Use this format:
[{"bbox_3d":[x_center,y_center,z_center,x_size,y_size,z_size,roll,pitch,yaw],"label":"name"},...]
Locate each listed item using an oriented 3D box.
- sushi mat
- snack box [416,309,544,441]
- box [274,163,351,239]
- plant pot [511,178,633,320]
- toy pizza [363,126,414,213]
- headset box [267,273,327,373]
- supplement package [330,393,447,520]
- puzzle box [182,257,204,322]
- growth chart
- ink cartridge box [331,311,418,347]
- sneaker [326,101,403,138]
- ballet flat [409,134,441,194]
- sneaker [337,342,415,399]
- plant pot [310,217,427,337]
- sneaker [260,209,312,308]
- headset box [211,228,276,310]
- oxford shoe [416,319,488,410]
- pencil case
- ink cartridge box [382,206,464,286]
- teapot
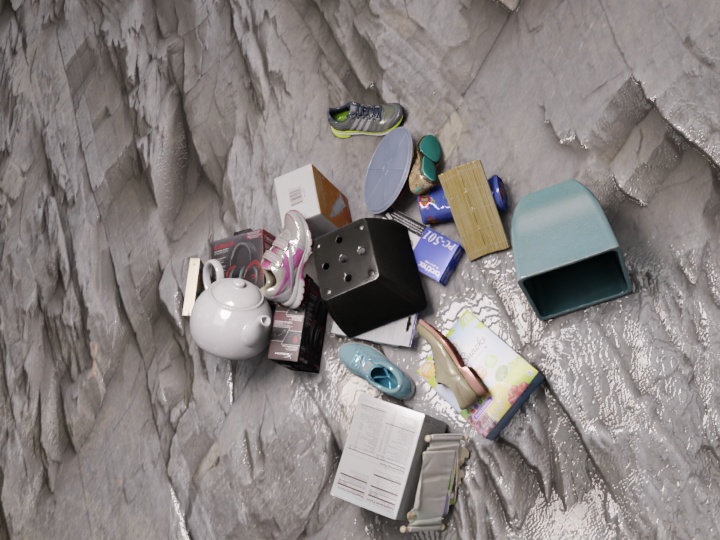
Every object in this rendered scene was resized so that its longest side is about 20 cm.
[{"bbox_3d":[0.239,-0.125,1.647,0.094,0.012,0.203,-16,104,22],"label":"sushi mat"},{"bbox_3d":[0.239,0.209,1.579,0.200,0.068,0.170,41,93,31],"label":"snack box"},{"bbox_3d":[-0.099,-0.131,1.763,0.096,0.200,0.127,-19,67,16],"label":"box"},{"bbox_3d":[0.396,-0.054,1.531,0.192,0.196,0.203,-20,57,17],"label":"plant pot"},{"bbox_3d":[0.069,-0.223,1.769,0.200,0.031,0.204,-42,39,47],"label":"toy pizza"},{"bbox_3d":[-0.131,0.111,1.727,0.073,0.149,0.204,4,74,17],"label":"headset box"},{"bbox_3d":[0.060,0.372,1.558,0.148,0.152,0.204,12,79,27],"label":"supplement package"},{"bbox_3d":[-0.375,0.065,1.829,0.025,0.200,0.136,4,74,1],"label":"puzzle box"},{"bbox_3d":[0.150,0.410,1.518,0.018,0.143,0.204,8,81,47],"label":"growth chart"},{"bbox_3d":[0.037,0.108,1.718,0.196,0.039,0.101,9,77,28],"label":"ink cartridge box"},{"bbox_3d":[0.008,-0.363,1.858,0.196,0.081,0.076,-7,71,22],"label":"sneaker"},{"bbox_3d":[0.135,-0.233,1.733,0.065,0.070,0.201,-43,16,32],"label":"ballet flat"},{"bbox_3d":[0.026,0.203,1.668,0.198,0.082,0.075,25,83,28],"label":"sneaker"},{"bbox_3d":[0.000,0.000,1.645,0.197,0.177,0.203,-22,66,19],"label":"plant pot"},{"bbox_3d":[-0.158,-0.025,1.614,0.081,0.087,0.205,6,90,58],"label":"sneaker"},{"bbox_3d":[-0.274,0.001,1.862,0.146,0.075,0.204,-12,69,21],"label":"headset box"},{"bbox_3d":[0.163,0.183,1.545,0.074,0.071,0.201,-43,60,10],"label":"oxford shoe"},{"bbox_3d":[0.219,-0.155,1.699,0.196,0.078,0.088,-9,58,22],"label":"pencil case"},{"bbox_3d":[0.123,-0.055,1.728,0.198,0.044,0.095,30,89,29],"label":"ink cartridge box"},{"bbox_3d":[-0.274,0.081,1.687,0.196,0.198,0.149,14,118,2],"label":"teapot"}]
